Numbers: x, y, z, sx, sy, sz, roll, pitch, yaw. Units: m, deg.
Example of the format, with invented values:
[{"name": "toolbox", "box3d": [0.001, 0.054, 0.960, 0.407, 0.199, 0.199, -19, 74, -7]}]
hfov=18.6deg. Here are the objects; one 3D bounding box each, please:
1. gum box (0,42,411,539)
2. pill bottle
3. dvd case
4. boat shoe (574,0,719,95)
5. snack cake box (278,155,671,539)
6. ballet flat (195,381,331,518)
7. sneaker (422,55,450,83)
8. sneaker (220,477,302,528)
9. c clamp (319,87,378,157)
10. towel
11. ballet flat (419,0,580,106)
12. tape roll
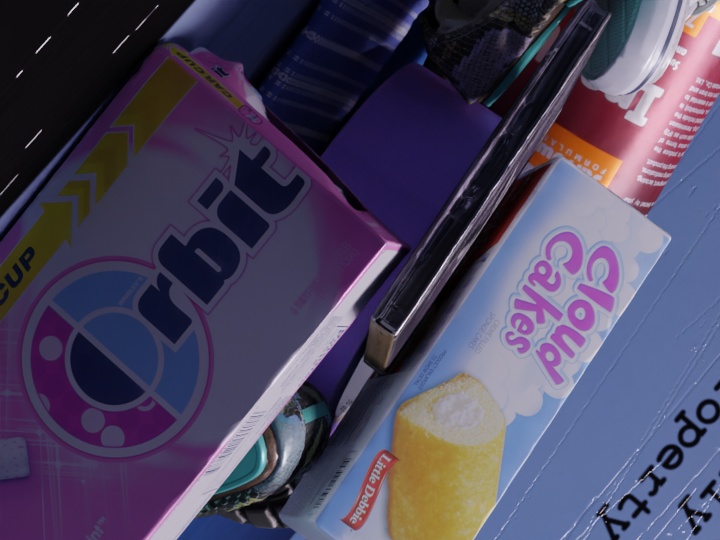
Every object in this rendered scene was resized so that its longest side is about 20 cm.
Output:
[{"name": "gum box", "box3d": [-0.082, 0.023, 0.828, 0.200, 0.113, 0.066, -51, 172, 5]}, {"name": "pill bottle", "box3d": [0.125, -0.091, 1.174, 0.201, 0.112, 0.113, -62, 170, 16]}, {"name": "dvd case", "box3d": [0.047, -0.028, 0.917, 0.149, 0.016, 0.200, -56, 176, -6]}, {"name": "boat shoe", "box3d": [0.152, -0.155, 1.031, 0.074, 0.066, 0.201, -42, -153, 50]}, {"name": "snack cake box", "box3d": [0.049, 0.051, 1.017, 0.201, 0.067, 0.115, -56, -176, -9]}, {"name": "ballet flat", "box3d": [-0.091, 0.089, 1.016, 0.199, 0.075, 0.074, -14, -161, 40]}, {"name": "sneaker", "box3d": [0.018, -0.065, 1.233, 0.077, 0.081, 0.201, 42, 66, -60]}, {"name": "sneaker", "box3d": [-0.012, 0.088, 1.224, 0.199, 0.076, 0.079, -14, -155, 26]}, {"name": "c clamp", "box3d": [-0.042, -0.017, 1.143, 0.171, 0.027, 0.200, -58, 180, 26]}, {"name": "towel", "box3d": [-0.046, -0.060, 1.028, 0.201, 0.024, 0.145, -53, 171, 8]}, {"name": "ballet flat", "box3d": [0.083, -0.140, 0.967, 0.072, 0.072, 0.200, -44, -177, -37]}, {"name": "tape roll", "box3d": [0.000, 0.000, 1.076, 0.201, 0.065, 0.200, -56, 172, -12]}]
